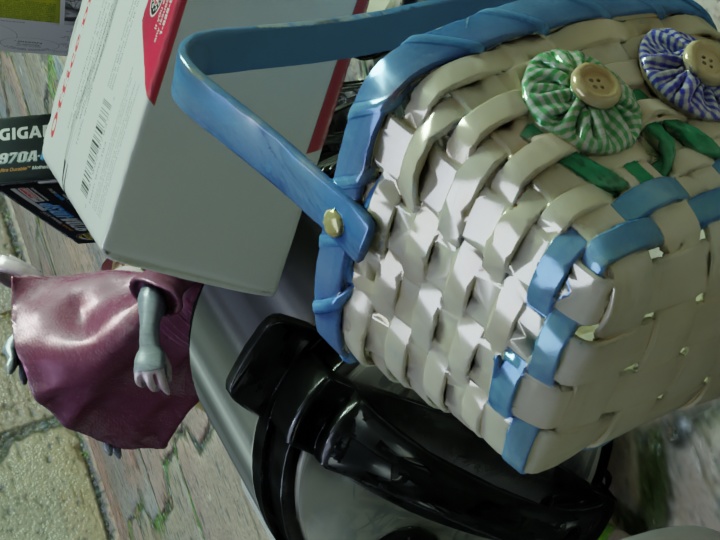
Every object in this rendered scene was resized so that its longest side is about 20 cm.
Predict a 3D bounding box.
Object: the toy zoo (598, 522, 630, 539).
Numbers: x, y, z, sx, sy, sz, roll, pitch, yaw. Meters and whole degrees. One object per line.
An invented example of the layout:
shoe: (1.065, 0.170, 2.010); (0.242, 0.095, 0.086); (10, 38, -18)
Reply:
toy zoo: (0.057, 0.160, 0.864); (0.020, 0.131, 0.200); (40, 176, -24)

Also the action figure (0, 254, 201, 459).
action figure: (-0.095, 0.018, 0.926); (0.200, 0.134, 0.149); (-37, 57, 25)

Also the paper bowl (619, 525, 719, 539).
paper bowl: (0.093, 0.167, 0.611); (0.201, 0.200, 0.105); (107, 143, -61)

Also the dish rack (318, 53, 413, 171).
dish rack: (-0.018, -0.111, 0.950); (0.200, 0.054, 0.154); (177, 76, -72)

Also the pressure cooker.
pressure cooker: (0.023, 0.063, 0.777); (0.200, 0.175, 0.179); (-129, 25, -59)

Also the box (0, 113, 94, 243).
box: (-0.140, -0.061, 1.101); (0.200, 0.158, 0.046); (55, -149, -78)

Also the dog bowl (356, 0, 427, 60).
dog bowl: (0.012, -0.200, 0.737); (0.200, 0.073, 0.201); (164, 90, -73)

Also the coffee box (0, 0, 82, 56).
coffee box: (-0.198, -0.255, 1.052); (0.198, 0.199, 0.201); (160, 111, -73)

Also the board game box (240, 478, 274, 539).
board game box: (-0.064, 0.148, 1.360); (0.153, 0.040, 0.201); (-127, 26, -48)

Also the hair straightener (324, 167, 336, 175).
hair straightener: (-0.083, -0.053, 0.964); (0.077, 0.041, 0.200); (43, 158, -16)

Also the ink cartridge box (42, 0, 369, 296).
ink cartridge box: (-0.080, -0.089, 0.770); (0.200, 0.083, 0.146); (-138, 64, -66)

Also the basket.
basket: (0.054, -0.037, 0.581); (0.200, 0.176, 0.140); (39, 132, 36)

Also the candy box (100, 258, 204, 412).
candy box: (-0.079, 0.057, 1.070); (0.200, 0.055, 0.115); (40, -169, -17)
